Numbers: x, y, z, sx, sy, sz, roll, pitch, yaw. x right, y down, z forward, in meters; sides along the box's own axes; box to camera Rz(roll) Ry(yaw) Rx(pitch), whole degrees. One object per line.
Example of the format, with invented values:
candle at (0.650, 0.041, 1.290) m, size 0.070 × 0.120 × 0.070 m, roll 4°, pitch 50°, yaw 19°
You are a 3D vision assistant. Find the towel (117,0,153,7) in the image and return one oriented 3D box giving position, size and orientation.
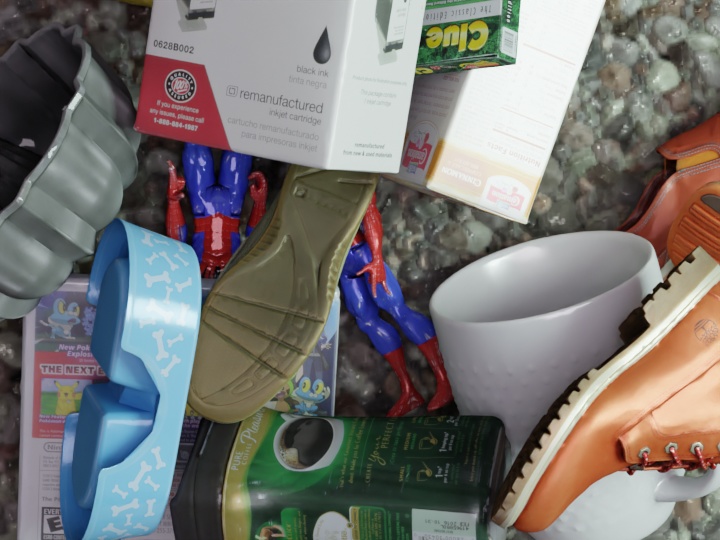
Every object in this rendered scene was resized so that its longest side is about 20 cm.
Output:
towel at (-0.075, -0.233, 1.423) m, size 0.199 × 0.023 × 0.145 m, roll 10°, pitch 92°, yaw -6°

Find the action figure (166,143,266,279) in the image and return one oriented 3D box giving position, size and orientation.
action figure at (-0.093, -0.052, 1.414) m, size 0.065 × 0.052 × 0.201 m, roll -1°, pitch 96°, yaw -10°

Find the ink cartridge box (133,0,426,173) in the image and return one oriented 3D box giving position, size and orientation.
ink cartridge box at (-0.041, -0.167, 1.274) m, size 0.146 × 0.083 × 0.201 m, roll 12°, pitch 97°, yaw 31°

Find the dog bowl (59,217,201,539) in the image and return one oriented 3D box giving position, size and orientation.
dog bowl at (-0.139, 0.070, 1.326) m, size 0.049 × 0.111 × 0.201 m, roll 6°, pitch 101°, yaw -19°

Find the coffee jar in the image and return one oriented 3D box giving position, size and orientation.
coffee jar at (-0.012, 0.136, 1.329) m, size 0.199 × 0.105 × 0.086 m, roll 3°, pitch 125°, yaw 11°

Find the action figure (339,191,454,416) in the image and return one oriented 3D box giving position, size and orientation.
action figure at (0.000, 0.000, 1.424) m, size 0.052 × 0.065 × 0.201 m, roll -28°, pitch 96°, yaw -40°

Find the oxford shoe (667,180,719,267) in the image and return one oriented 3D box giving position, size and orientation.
oxford shoe at (0.245, -0.008, 1.399) m, size 0.071 × 0.200 × 0.073 m, roll 38°, pitch 73°, yaw 26°

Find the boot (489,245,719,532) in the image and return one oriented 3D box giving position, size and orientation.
boot at (0.165, 0.092, 1.259) m, size 0.107 × 0.075 × 0.200 m, roll 45°, pitch 81°, yaw 2°

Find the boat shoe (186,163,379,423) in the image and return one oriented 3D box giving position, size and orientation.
boat shoe at (-0.049, 0.004, 1.353) m, size 0.073 × 0.063 × 0.202 m, roll 24°, pitch 78°, yaw -1°

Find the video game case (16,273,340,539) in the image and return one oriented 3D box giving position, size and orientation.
video game case at (-0.116, 0.095, 1.396) m, size 0.199 × 0.023 × 0.184 m, roll 2°, pitch 102°, yaw -5°

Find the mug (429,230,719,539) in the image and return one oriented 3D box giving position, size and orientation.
mug at (0.153, 0.084, 1.381) m, size 0.147 × 0.199 × 0.176 m, roll -30°, pitch 112°, yaw -37°

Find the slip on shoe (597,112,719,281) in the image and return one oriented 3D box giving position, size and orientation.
slip on shoe at (0.226, -0.070, 1.440) m, size 0.061 × 0.074 × 0.200 m, roll 38°, pitch 94°, yaw -4°

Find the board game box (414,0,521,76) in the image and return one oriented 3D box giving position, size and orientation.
board game box at (0.013, -0.167, 1.332) m, size 0.023 × 0.199 × 0.106 m, roll 19°, pitch 74°, yaw -49°

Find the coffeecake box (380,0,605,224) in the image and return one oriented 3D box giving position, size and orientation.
coffeecake box at (0.081, -0.141, 1.373) m, size 0.073 × 0.153 × 0.201 m, roll 19°, pitch 92°, yaw -19°

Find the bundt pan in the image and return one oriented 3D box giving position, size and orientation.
bundt pan at (-0.207, -0.050, 1.342) m, size 0.076 × 0.202 × 0.202 m, roll 38°, pitch 90°, yaw -28°
